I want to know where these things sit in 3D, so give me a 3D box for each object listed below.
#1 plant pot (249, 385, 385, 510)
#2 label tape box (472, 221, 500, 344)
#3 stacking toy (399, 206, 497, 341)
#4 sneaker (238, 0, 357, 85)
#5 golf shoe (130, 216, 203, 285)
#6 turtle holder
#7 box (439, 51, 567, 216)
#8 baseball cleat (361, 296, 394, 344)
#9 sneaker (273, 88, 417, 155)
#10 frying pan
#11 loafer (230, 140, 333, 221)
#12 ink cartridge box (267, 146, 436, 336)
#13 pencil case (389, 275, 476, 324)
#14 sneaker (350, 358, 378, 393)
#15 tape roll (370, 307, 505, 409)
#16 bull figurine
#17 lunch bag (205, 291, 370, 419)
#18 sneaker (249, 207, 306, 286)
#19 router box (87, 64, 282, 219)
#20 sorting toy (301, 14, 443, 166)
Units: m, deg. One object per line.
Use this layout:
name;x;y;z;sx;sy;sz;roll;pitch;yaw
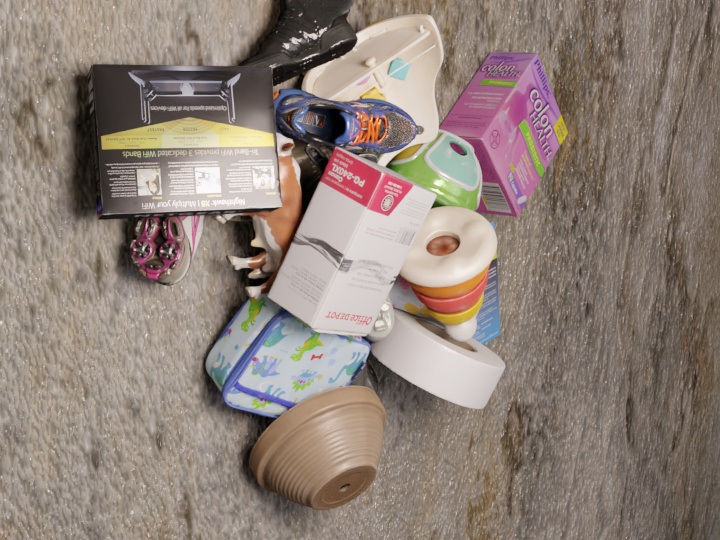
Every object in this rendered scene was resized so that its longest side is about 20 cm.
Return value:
plant pot;-0.042;0.254;1.299;0.199;0.093;0.202;-22;144;-17
label tape box;0.163;0.032;1.586;0.143;0.066;0.202;-23;113;-45
stacking toy;0.125;0.025;1.353;0.146;0.145;0.201;-49;143;-30
sneaker;-0.082;-0.305;1.210;0.198;0.060;0.105;-24;82;-15
golf shoe;-0.216;-0.084;1.124;0.092;0.072;0.202;48;53;-79
turtle holder;0.092;-0.138;1.425;0.141;0.184;0.133;74;38;-75
box;0.235;-0.223;1.585;0.201;0.096;0.176;-56;135;-25
baseball cleat;0.000;0.000;1.322;0.069;0.106;0.203;-1;78;-15
sneaker;-0.017;-0.174;1.183;0.198;0.078;0.076;0;109;-25
frying pan;-0.019;-0.121;1.199;0.114;0.031;0.190;-27;165;-16
loafer;-0.115;-0.118;1.227;0.198;0.068;0.077;-19;119;-29
ink cartridge box;-0.010;-0.030;1.175;0.145;0.083;0.202;12;106;-60
pencil case;0.087;0.019;1.433;0.198;0.083;0.092;18;57;-29
sneaker;-0.013;0.147;1.408;0.090;0.066;0.203;-14;112;-51
tape roll;0.113;0.125;1.434;0.202;0.202;0.071;18;101;-50
bull figurine;-0.112;-0.066;1.165;0.121;0.065;0.202;-28;121;-20
lunch bag;-0.093;0.119;1.263;0.161;0.083;0.199;-51;139;9
sneaker;-0.075;-0.037;1.294;0.104;0.060;0.202;26;75;-44
router box;-0.190;-0.140;1.054;0.198;0.052;0.159;-3;88;-21
sorting toy;0.026;-0.220;1.302;0.199;0.107;0.181;-35;124;-10
